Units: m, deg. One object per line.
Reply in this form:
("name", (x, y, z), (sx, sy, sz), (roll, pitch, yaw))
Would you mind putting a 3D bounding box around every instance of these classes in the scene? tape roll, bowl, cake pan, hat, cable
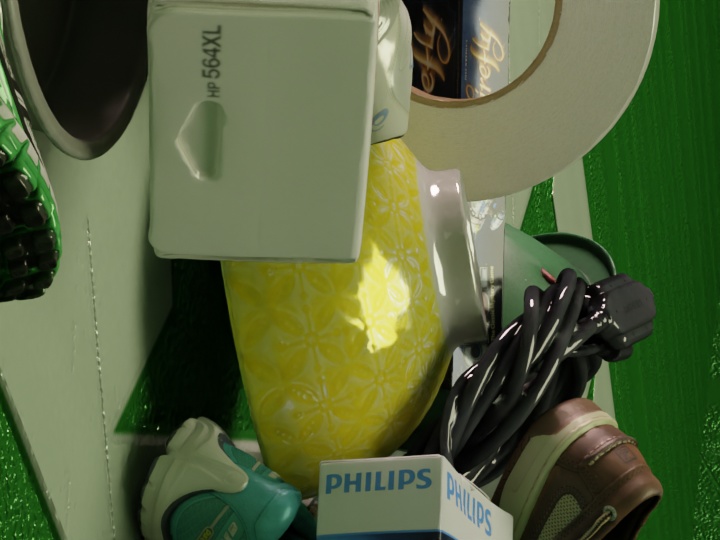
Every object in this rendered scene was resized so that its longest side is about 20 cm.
("tape roll", (0.046, -0.134, 1.373), (0.037, 0.201, 0.204), (-28, 119, -79))
("bowl", (0.000, 0.000, 1.299), (0.200, 0.107, 0.202), (-10, 90, -85))
("cake pan", (-0.113, -0.141, 1.023), (0.200, 0.036, 0.202), (2, 90, -77))
("hat", (0.022, -0.024, 1.523), (0.176, 0.165, 0.200), (53, -8, -26))
("cable", (0.061, 0.065, 1.340), (0.051, 0.163, 0.200), (49, 21, 7))

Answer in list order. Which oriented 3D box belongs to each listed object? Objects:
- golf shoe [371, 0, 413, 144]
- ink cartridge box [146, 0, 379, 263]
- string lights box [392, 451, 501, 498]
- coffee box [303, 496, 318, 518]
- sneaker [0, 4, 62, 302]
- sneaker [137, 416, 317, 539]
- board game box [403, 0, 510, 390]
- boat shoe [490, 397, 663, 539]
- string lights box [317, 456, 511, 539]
("golf shoe", (-0.018, -0.117, 1.266), (0.200, 0.078, 0.098), (-107, 179, -67))
("ink cartridge box", (-0.034, -0.122, 1.070), (0.146, 0.084, 0.201), (94, -2, -53))
("string lights box", (0.058, 0.069, 1.677), (0.200, 0.102, 0.059), (-56, 146, -67))
("coffee box", (-0.025, 0.154, 1.447), (0.200, 0.044, 0.124), (-46, 137, -72))
("sneaker", (-0.132, -0.069, 0.861), (0.085, 0.077, 0.201), (-76, 162, -45))
("sneaker", (-0.042, 0.147, 1.261), (0.078, 0.079, 0.200), (-55, 150, -23))
("board game box", (0.023, -0.042, 1.463), (0.034, 0.135, 0.201), (0, 91, -34))
("boat shoe", (0.083, 0.160, 1.303), (0.074, 0.075, 0.203), (-19, 138, -43))
("string lights box", (0.022, 0.189, 1.189), (0.103, 0.059, 0.201), (44, 44, -61))
